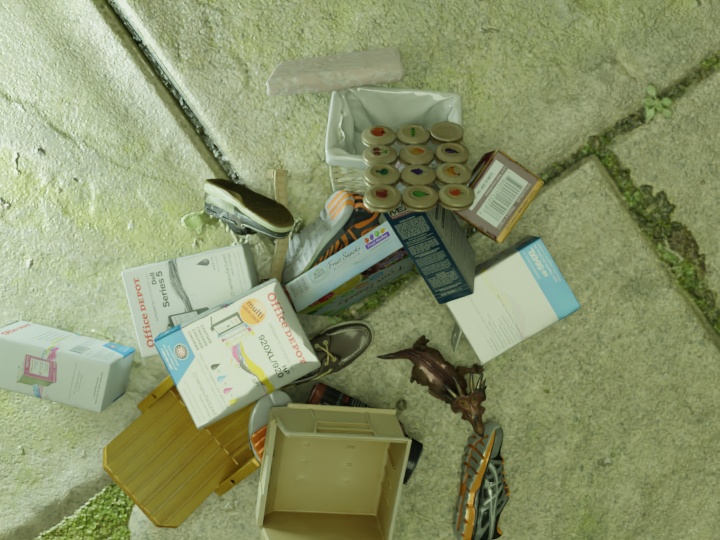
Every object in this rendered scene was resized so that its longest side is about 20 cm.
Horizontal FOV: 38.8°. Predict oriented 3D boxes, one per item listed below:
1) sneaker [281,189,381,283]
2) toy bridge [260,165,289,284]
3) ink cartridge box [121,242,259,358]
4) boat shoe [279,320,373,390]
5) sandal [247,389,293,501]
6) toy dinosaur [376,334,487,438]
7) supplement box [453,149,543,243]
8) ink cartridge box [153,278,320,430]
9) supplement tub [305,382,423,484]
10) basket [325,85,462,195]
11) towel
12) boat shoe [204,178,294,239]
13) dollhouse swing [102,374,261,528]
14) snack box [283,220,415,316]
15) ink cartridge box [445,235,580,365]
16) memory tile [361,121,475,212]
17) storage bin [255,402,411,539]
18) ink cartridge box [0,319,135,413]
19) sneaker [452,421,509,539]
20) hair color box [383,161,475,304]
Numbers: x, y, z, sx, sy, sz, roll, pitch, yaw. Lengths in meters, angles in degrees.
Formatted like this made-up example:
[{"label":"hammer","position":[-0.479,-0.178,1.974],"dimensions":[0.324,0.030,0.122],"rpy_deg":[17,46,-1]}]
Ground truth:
[{"label":"sneaker","position":[-0.036,-0.036,1.618],"dimensions":[0.112,0.078,0.200],"rpy_deg":[19,131,-36]},{"label":"toy bridge","position":[-0.133,-0.067,1.624],"dimensions":[0.027,0.067,0.201],"rpy_deg":[2,95,-24]},{"label":"ink cartridge box","position":[-0.262,0.047,1.630],"dimensions":[0.200,0.084,0.146],"rpy_deg":[-13,94,3]},{"label":"boat shoe","position":[-0.071,0.140,1.641],"dimensions":[0.200,0.060,0.072],"rpy_deg":[-23,92,4]},{"label":"sandal","position":[-0.134,0.267,1.566],"dimensions":[0.079,0.059,0.207],"rpy_deg":[-24,122,-23]},{"label":"toy dinosaur","position":[0.126,0.165,1.596],"dimensions":[0.200,0.136,0.086],"rpy_deg":[31,95,1]},{"label":"supplement box","position":[0.199,-0.113,1.542],"dimensions":[0.086,0.200,0.110],"rpy_deg":[35,95,-1]},{"label":"ink cartridge box","position":[-0.180,0.118,1.512],"dimensions":[0.200,0.145,0.147],"rpy_deg":[-27,93,-7]},{"label":"supplement tub","position":[-0.003,0.264,1.623],"dimensions":[0.200,0.107,0.107],"rpy_deg":[25,95,1]},{"label":"basket","position":[0.050,-0.191,1.565],"dimensions":[0.199,0.123,0.136],"rpy_deg":[5,66,1]},{"label":"towel","position":[-0.035,-0.301,1.547],"dimensions":[0.199,0.191,0.032],"rpy_deg":[-7,109,3]},{"label":"boat shoe","position":[-0.176,-0.086,1.595],"dimensions":[0.200,0.073,0.065],"rpy_deg":[33,119,42]},{"label":"dollhouse swing","position":[-0.266,0.268,1.589],"dimensions":[0.200,0.176,0.182],"rpy_deg":[49,127,-1]},{"label":"snack box","position":[0.000,0.000,1.566],"dimensions":[0.200,0.142,0.053],"rpy_deg":[-32,76,18]},{"label":"ink cartridge box","position":[0.216,0.049,1.588],"dimensions":[0.200,0.129,0.125],"rpy_deg":[-30,92,3]},{"label":"memory tile","position":[0.078,-0.147,1.425],"dimensions":[0.153,0.200,0.017],"rpy_deg":[0,131,-1]},{"label":"storage bin","position":[-0.045,0.308,1.513],"dimensions":[0.198,0.094,0.200],"rpy_deg":[5,112,-11]},{"label":"ink cartridge box","position":[-0.478,0.149,1.616],"dimensions":[0.200,0.145,0.085],"rpy_deg":[15,96,1]},{"label":"sneaker","position":[0.204,0.341,1.642],"dimensions":[0.077,0.078,0.200],"rpy_deg":[10,98,-12]},{"label":"hair color box","position":[0.100,-0.058,1.491],"dimensions":[0.060,0.100,0.200],"rpy_deg":[-19,123,21]}]
